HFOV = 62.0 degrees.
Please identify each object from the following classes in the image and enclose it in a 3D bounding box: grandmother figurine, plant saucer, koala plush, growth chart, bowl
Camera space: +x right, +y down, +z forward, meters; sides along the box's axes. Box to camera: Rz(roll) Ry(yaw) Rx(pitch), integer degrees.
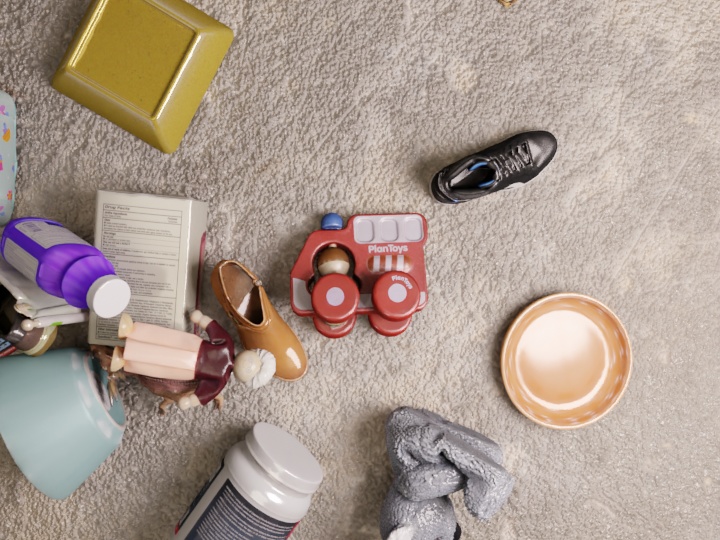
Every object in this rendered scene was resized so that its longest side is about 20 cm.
[{"bbox_3d":[-0.205,0.114,0.755,0.196,0.060,0.124,10,87,-13],"label":"grandmother figurine"},{"bbox_3d":[0.302,0.132,0.892,0.196,0.037,0.204,0,94,-2],"label":"plant saucer"},{"bbox_3d":[0.088,0.315,0.841,0.181,0.177,0.203,25,94,7],"label":"koala plush"},{"bbox_3d":[-0.432,0.005,0.782,0.200,0.144,0.018,42,99,15],"label":"growth chart"},{"bbox_3d":[-0.307,-0.298,0.828,0.198,0.048,0.202,29,93,-5],"label":"plant saucer"},{"bbox_3d":[-0.385,0.185,0.798,0.104,0.201,0.204,-25,95,-12],"label":"bowl"}]

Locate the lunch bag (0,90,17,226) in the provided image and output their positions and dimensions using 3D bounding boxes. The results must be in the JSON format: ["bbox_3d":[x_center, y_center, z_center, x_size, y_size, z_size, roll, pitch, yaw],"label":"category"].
[{"bbox_3d":[-0.562,-0.154,0.813,0.157,0.077,0.204,4,93,-3],"label":"lunch bag"}]

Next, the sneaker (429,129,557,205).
[{"bbox_3d":[0.197,-0.140,0.829,0.197,0.112,0.074,-24,96,0],"label":"sneaker"}]

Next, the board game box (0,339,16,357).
[{"bbox_3d":[-0.528,0.073,0.863,0.198,0.019,0.104,-31,94,0],"label":"board game box"}]

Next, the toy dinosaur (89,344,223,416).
[{"bbox_3d":[-0.264,0.145,0.808,0.197,0.135,0.087,-5,69,24],"label":"toy dinosaur"}]

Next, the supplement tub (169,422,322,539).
[{"bbox_3d":[-0.157,0.333,0.837,0.140,0.140,0.201,36,93,-5],"label":"supplement tub"}]

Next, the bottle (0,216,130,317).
[{"bbox_3d":[-0.354,-0.004,0.724,0.198,0.083,0.066,26,103,31],"label":"bottle"}]

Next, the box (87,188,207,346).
[{"bbox_3d":[-0.286,-0.002,0.821,0.125,0.109,0.204,6,94,-2],"label":"box"}]

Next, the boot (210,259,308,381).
[{"bbox_3d":[-0.134,0.073,0.805,0.074,0.155,0.201,-42,95,-16],"label":"boot"}]

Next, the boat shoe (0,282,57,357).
[{"bbox_3d":[-0.463,0.029,0.786,0.073,0.065,0.199,-47,59,-7],"label":"boat shoe"}]

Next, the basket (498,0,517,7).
[{"bbox_3d":[0.200,-0.484,0.784,0.142,0.149,0.200,-42,94,1],"label":"basket"}]

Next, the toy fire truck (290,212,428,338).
[{"bbox_3d":[0.000,0.000,0.846,0.196,0.112,0.171,-1,71,-3],"label":"toy fire truck"}]
